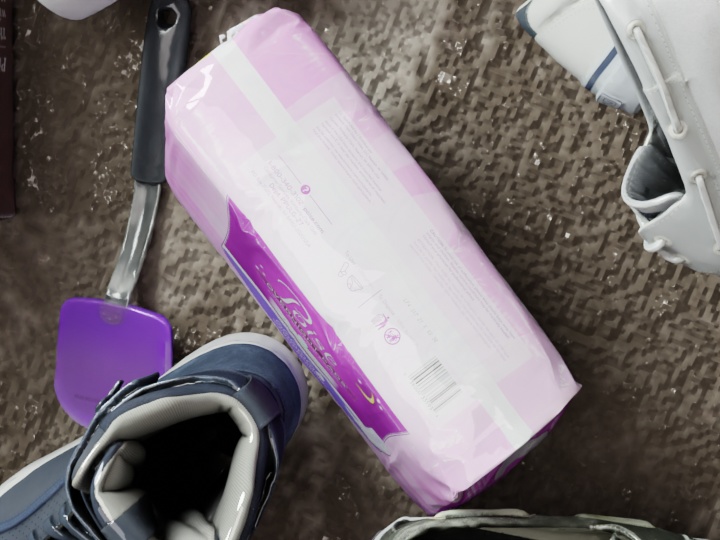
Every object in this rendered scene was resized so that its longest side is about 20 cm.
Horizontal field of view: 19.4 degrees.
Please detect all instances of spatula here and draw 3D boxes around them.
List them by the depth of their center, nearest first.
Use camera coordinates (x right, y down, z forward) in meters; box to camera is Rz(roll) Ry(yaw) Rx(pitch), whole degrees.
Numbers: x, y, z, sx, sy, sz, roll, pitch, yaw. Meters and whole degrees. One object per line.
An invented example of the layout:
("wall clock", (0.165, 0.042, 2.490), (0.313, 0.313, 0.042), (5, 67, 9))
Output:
("spatula", (-0.098, -0.024, 0.923), (0.056, 0.021, 0.201), (11, 95, 14))

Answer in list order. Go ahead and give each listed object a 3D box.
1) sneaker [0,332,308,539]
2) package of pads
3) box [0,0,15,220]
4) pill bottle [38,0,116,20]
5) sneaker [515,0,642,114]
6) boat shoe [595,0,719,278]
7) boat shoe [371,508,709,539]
("sneaker", (-0.108, 0.109, 0.827), (0.202, 0.146, 0.077), (-44, 95, 7))
("package of pads", (0.000, 0.000, 0.845), (0.076, 0.121, 0.200), (-36, 83, -9))
("box", (-0.250, -0.117, 0.881), (0.164, 0.166, 0.201), (1, 93, 13))
("pill bottle", (-0.054, -0.183, 0.852), (0.200, 0.111, 0.111), (-26, 87, 20))
("sneaker", (0.132, -0.158, 0.807), (0.071, 0.073, 0.200), (34, 102, 2))
("boat shoe", (0.131, -0.038, 0.796), (0.068, 0.072, 0.200), (-21, 133, -1))
("boat shoe", (0.100, 0.133, 0.827), (0.199, 0.064, 0.071), (8, 72, -11))
